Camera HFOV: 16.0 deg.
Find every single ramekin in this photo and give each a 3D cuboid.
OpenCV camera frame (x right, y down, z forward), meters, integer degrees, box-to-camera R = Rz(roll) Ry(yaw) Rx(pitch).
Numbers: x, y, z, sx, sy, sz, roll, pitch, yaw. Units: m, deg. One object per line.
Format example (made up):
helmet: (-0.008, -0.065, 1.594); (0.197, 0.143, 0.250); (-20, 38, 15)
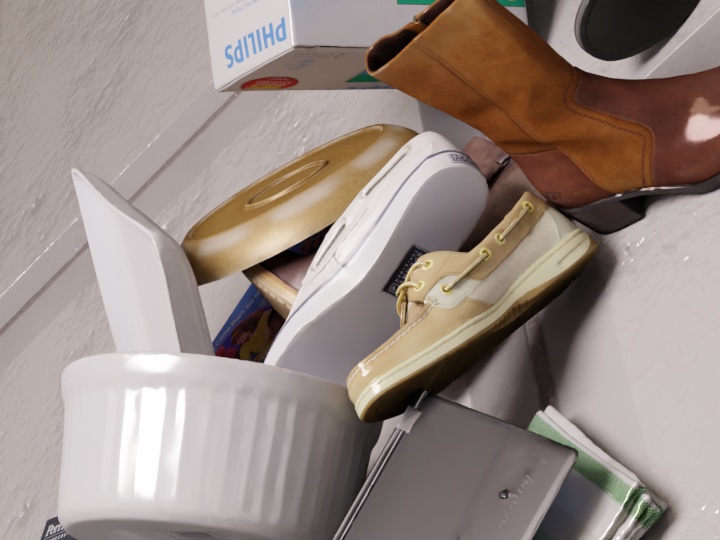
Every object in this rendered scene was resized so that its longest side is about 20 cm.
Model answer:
ramekin: (-0.090, 0.122, 1.558); (0.200, 0.200, 0.098); (-14, 63, 53)

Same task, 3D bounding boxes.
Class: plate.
plate: (-0.136, 0.040, 1.749); (0.032, 0.201, 0.200); (-18, 21, -16)

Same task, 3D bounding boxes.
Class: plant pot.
plant pot: (-0.045, -0.050, 1.752); (0.199, 0.028, 0.200); (-28, 11, 6)

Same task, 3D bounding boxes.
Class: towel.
towel: (0.084, 0.184, 1.456); (0.201, 0.031, 0.149); (-57, 24, 3)

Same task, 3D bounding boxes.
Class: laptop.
laptop: (0.039, 0.180, 1.487); (0.188, 0.115, 0.200); (-59, -15, -10)

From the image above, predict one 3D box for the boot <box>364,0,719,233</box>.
boot: (0.132, -0.120, 1.519); (0.188, 0.200, 0.069); (-24, 40, 46)

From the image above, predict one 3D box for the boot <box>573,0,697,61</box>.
boot: (0.173, -0.238, 1.720); (0.201, 0.069, 0.174); (-58, 29, -3)

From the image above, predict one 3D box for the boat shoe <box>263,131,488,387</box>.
boat shoe: (0.000, 0.000, 1.603); (0.201, 0.072, 0.066); (-57, 34, 15)

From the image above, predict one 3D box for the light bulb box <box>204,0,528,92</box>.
light bulb box: (-0.003, -0.235, 1.789); (0.125, 0.197, 0.201); (-19, 76, 59)

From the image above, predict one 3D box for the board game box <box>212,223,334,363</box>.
board game box: (-0.045, 0.046, 1.797); (0.201, 0.045, 0.134); (-56, 27, -1)

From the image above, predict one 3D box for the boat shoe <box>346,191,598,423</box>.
boat shoe: (0.056, 0.020, 1.543); (0.200, 0.066, 0.074); (-34, -14, -35)

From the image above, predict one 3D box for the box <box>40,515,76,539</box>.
box: (-0.156, 0.255, 1.677); (0.148, 0.107, 0.201); (-25, 39, 46)

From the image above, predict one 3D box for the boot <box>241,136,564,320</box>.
boot: (0.031, -0.017, 1.686); (0.200, 0.072, 0.167); (26, 75, 40)
